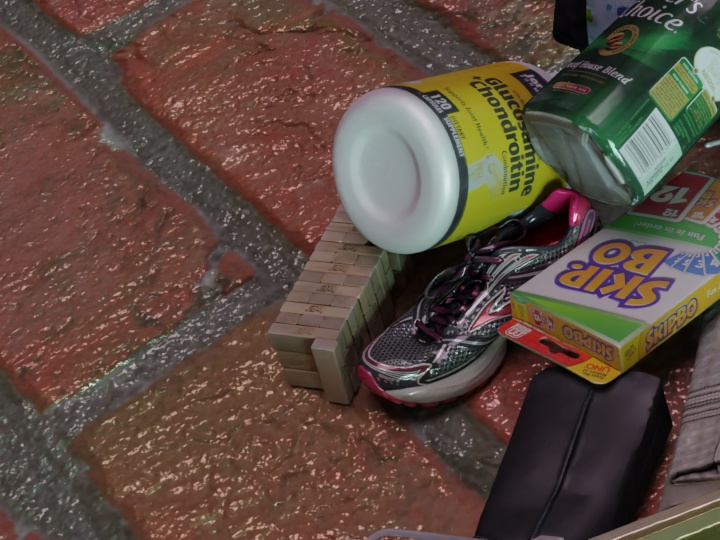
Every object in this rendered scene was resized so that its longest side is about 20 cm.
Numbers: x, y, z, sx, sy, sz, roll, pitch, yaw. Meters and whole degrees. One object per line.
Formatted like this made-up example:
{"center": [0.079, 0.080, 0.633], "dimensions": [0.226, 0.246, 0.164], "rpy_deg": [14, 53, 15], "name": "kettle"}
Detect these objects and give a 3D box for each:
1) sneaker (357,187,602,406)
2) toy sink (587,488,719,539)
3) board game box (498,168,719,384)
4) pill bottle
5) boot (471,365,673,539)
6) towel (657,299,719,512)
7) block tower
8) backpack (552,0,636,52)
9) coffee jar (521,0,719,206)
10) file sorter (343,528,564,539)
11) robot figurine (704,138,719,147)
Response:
{"center": [0.078, 0.016, 1.136], "dimensions": [0.200, 0.075, 0.081], "rpy_deg": [-35, 44, -18], "name": "sneaker"}
{"center": [0.228, 0.167, 0.855], "dimensions": [0.199, 0.113, 0.130], "rpy_deg": [-20, 12, -2], "name": "toy sink"}
{"center": [0.187, 0.001, 1.096], "dimensions": [0.200, 0.030, 0.095], "rpy_deg": [-35, 41, -27], "name": "board game box"}
{"center": [0.084, -0.085, 1.176], "dimensions": [0.112, 0.113, 0.199], "rpy_deg": [25, 30, 38], "name": "pill bottle"}
{"center": [0.082, 0.135, 1.010], "dimensions": [0.164, 0.066, 0.201], "rpy_deg": [14, 53, 19], "name": "boot"}
{"center": [0.275, 0.057, 1.008], "dimensions": [0.192, 0.035, 0.201], "rpy_deg": [-15, 38, 35], "name": "towel"}
{"center": [0.000, 0.000, 1.195], "dimensions": [0.057, 0.054, 0.201], "rpy_deg": [5, 46, 25], "name": "block tower"}
{"center": [0.269, -0.211, 1.245], "dimensions": [0.199, 0.155, 0.163], "rpy_deg": [24, 26, 34], "name": "backpack"}
{"center": [0.206, -0.138, 1.107], "dimensions": [0.200, 0.085, 0.104], "rpy_deg": [-44, 26, -12], "name": "coffee jar"}
{"center": [0.007, 0.212, 0.835], "dimensions": [0.124, 0.140, 0.200], "rpy_deg": [3, 4, 29], "name": "file sorter"}
{"center": [0.336, -0.103, 1.143], "dimensions": [0.199, 0.114, 0.170], "rpy_deg": [-2, 13, 18], "name": "robot figurine"}
